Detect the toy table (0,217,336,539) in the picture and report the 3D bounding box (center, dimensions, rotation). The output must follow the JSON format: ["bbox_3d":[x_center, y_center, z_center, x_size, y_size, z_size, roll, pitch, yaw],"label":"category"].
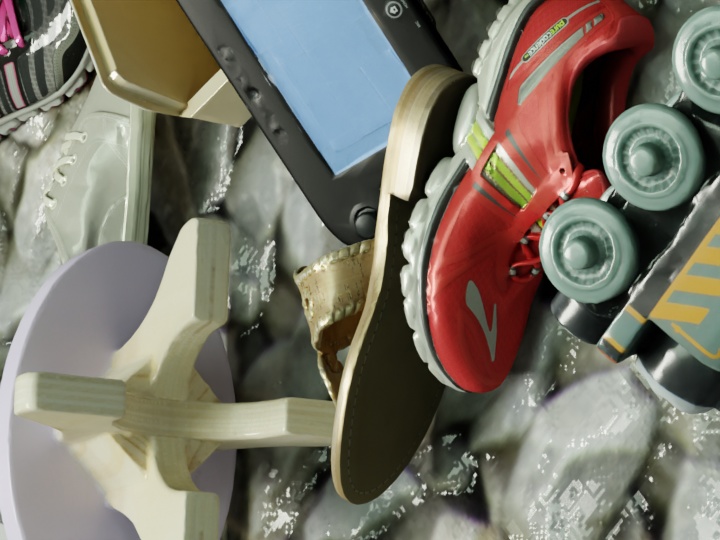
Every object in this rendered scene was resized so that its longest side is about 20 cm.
[{"bbox_3d":[-0.100,0.078,1.403,0.117,0.184,0.200,-19,78,60],"label":"toy table"}]

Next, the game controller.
[{"bbox_3d":[-0.015,-0.107,1.355,0.104,0.042,0.200,-27,101,34],"label":"game controller"}]

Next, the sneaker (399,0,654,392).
[{"bbox_3d":[0.080,-0.035,1.295,0.085,0.077,0.200,22,101,38],"label":"sneaker"}]

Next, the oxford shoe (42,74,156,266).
[{"bbox_3d":[-0.140,-0.052,1.517,0.075,0.058,0.200,157,118,-84],"label":"oxford shoe"}]

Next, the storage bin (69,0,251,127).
[{"bbox_3d":[-0.066,-0.210,1.455,0.200,0.094,0.199,-42,56,33],"label":"storage bin"}]

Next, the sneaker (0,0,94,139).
[{"bbox_3d":[-0.220,-0.121,1.601,0.200,0.087,0.074,-36,60,36],"label":"sneaker"}]

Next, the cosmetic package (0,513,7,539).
[{"bbox_3d":[-0.262,0.142,1.536,0.051,0.200,0.083,-91,24,-72],"label":"cosmetic package"}]

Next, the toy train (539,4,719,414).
[{"bbox_3d":[0.162,-0.032,1.199,0.114,0.085,0.200,42,117,16],"label":"toy train"}]

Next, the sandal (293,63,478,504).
[{"bbox_3d":[0.004,0.000,1.349,0.070,0.078,0.212,23,107,35],"label":"sandal"}]
